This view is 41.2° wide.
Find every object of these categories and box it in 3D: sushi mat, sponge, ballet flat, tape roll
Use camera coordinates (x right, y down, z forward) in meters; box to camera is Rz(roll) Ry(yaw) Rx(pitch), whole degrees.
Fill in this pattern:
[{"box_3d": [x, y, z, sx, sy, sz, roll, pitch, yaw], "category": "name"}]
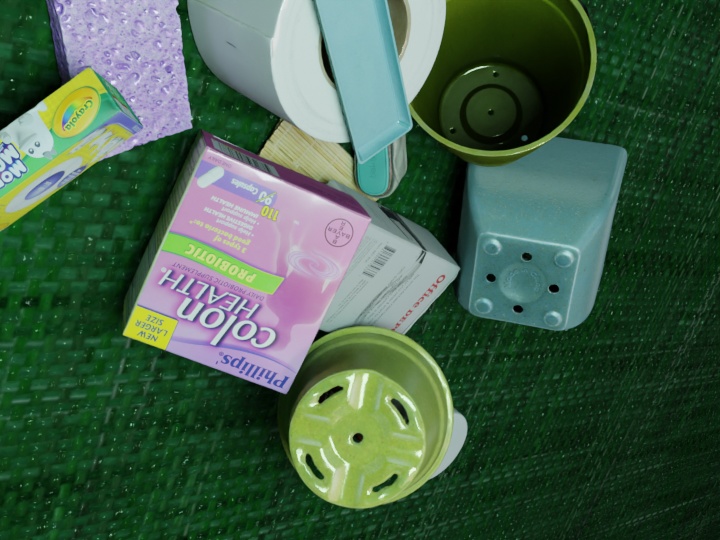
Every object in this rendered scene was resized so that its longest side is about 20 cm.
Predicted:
[{"box_3d": [-0.048, -0.099, 1.075, 0.096, 0.012, 0.200, -54, 141, -2], "category": "sushi mat"}, {"box_3d": [-0.209, -0.200, 0.834, 0.111, 0.030, 0.201, -24, 131, -30], "category": "sponge"}, {"box_3d": [0.021, -0.178, 1.061, 0.064, 0.067, 0.201, -51, 147, -51], "category": "ballet flat"}, {"box_3d": [-0.038, -0.237, 0.892, 0.202, 0.139, 0.203, -26, 133, -31], "category": "tape roll"}]

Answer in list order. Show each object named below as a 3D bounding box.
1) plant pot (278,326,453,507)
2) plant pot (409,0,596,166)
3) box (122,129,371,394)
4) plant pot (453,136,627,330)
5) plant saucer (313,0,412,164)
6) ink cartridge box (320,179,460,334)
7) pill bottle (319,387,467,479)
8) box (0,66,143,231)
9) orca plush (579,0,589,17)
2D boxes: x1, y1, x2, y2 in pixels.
[{"box_3d": [0.000, 0.162, 0.995, 0.201, 0.200, 0.184, -55, 177, 1], "category": "plant pot"}, {"box_3d": [0.145, -0.199, 1.046, 0.201, 0.200, 0.193, -53, 170, -2], "category": "plant pot"}, {"box_3d": [-0.116, -0.008, 0.950, 0.175, 0.097, 0.200, 23, 102, -19], "category": "box"}, {"box_3d": [0.206, -0.036, 1.166, 0.200, 0.195, 0.197, -63, 160, -55], "category": "plant pot"}, {"box_3d": [0.000, -0.190, 0.840, 0.070, 0.019, 0.200, -37, 136, -20], "category": "plant saucer"}, {"box_3d": [0.000, 0.000, 1.115, 0.145, 0.084, 0.200, -48, 142, 15], "category": "ink cartridge box"}, {"box_3d": [0.030, 0.164, 1.189, 0.114, 0.200, 0.115, -24, 131, -31], "category": "pill bottle"}, {"box_3d": [-0.274, -0.080, 0.768, 0.200, 0.117, 0.048, -35, 94, -1], "category": "box"}, {"box_3d": [0.268, -0.301, 1.199, 0.105, 0.071, 0.200, -40, 138, -16], "category": "orca plush"}]
